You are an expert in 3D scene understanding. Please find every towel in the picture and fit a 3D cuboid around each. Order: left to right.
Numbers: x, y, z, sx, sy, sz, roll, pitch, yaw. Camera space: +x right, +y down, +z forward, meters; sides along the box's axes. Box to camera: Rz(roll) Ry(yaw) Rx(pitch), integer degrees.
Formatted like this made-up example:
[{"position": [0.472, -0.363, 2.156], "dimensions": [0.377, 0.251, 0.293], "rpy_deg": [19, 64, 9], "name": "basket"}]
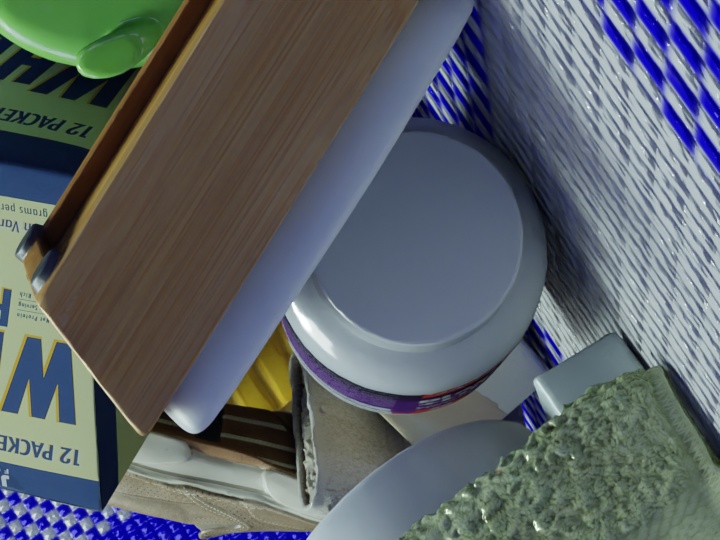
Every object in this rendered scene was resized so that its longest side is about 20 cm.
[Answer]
[{"position": [0.029, 0.084, 1.377], "dimensions": [0.132, 0.035, 0.200], "rpy_deg": [16, -155, -12], "name": "towel"}, {"position": [0.069, 0.143, 0.991], "dimensions": [0.149, 0.200, 0.036], "rpy_deg": [56, -169, 24], "name": "towel"}]

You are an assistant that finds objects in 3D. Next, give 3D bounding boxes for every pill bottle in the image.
[{"position": [0.019, -0.001, 1.081], "dimensions": [0.112, 0.111, 0.200], "rpy_deg": [57, 176, 5], "name": "pill bottle"}]

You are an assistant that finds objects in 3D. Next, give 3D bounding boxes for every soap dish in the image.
[{"position": [-0.048, -0.047, 0.959], "dimensions": [0.081, 0.201, 0.157], "rpy_deg": [32, -179, -12], "name": "soap dish"}]

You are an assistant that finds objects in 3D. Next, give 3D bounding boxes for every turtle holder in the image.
[{"position": [-0.100, -0.164, 1.188], "dimensions": [0.132, 0.184, 0.142], "rpy_deg": [-98, 10, -80], "name": "turtle holder"}]

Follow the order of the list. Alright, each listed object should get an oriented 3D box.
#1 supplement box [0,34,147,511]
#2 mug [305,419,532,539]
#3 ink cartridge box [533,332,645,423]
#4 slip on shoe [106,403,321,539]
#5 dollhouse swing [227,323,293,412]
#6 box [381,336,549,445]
[{"position": [-0.156, -0.028, 1.298], "dimensions": [0.200, 0.133, 0.201], "rpy_deg": [-62, -23, -51], "name": "supplement box"}, {"position": [0.078, 0.161, 1.090], "dimensions": [0.153, 0.186, 0.150], "rpy_deg": [45, 137, 33], "name": "mug"}, {"position": [0.148, 0.140, 1.091], "dimensions": [0.174, 0.043, 0.200], "rpy_deg": [57, 176, 31], "name": "ink cartridge box"}, {"position": [-0.068, 0.111, 1.367], "dimensions": [0.076, 0.199, 0.061], "rpy_deg": [-82, 8, -66], "name": "slip on shoe"}, {"position": [-0.086, -0.032, 1.470], "dimensions": [0.182, 0.199, 0.176], "rpy_deg": [56, 175, 27], "name": "dollhouse swing"}, {"position": [0.000, 0.000, 1.277], "dimensions": [0.200, 0.078, 0.095], "rpy_deg": [46, -175, -41], "name": "box"}]
